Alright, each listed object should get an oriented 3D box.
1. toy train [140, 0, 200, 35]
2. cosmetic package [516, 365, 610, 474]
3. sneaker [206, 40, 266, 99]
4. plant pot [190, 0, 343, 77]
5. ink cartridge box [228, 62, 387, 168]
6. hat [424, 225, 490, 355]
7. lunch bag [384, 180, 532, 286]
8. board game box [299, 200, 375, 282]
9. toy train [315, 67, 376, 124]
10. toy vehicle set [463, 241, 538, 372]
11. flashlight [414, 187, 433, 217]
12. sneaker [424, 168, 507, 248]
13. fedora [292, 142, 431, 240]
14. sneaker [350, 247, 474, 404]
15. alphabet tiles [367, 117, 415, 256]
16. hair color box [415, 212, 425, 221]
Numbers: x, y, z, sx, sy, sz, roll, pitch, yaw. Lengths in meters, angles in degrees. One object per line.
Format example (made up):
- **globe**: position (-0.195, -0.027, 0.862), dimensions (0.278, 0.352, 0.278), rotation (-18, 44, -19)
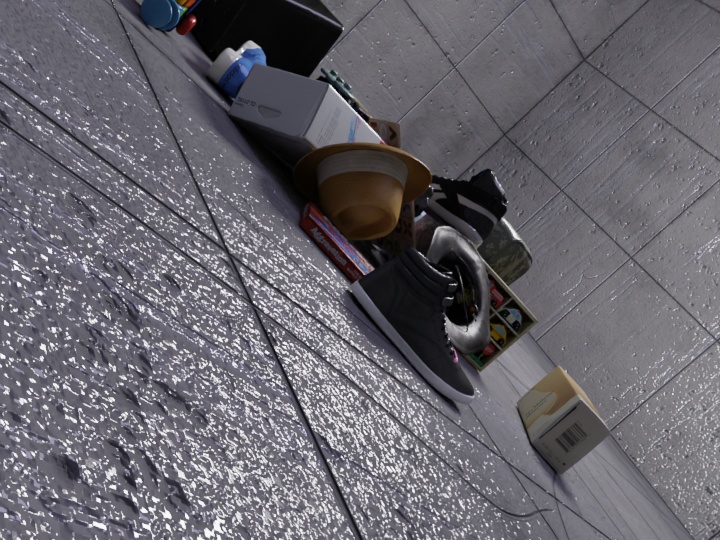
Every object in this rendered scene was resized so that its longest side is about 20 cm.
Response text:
- **toy train**: position (-0.216, -0.405, 1.160), dimensions (0.085, 0.200, 0.116), rotation (45, 13, -17)
- **cosmetic package**: position (0.316, 0.231, 1.362), dimensions (0.071, 0.105, 0.200), rotation (47, 7, -4)
- **sneaker**: position (-0.159, -0.286, 1.313), dimensions (0.111, 0.077, 0.200), rotation (41, 14, -7)
- **plant pot**: position (-0.184, -0.427, 1.495), dimensions (0.176, 0.200, 0.201), rotation (19, 28, -49)
- **ink cartridge box**: position (-0.064, -0.190, 1.195), dimensions (0.145, 0.084, 0.200), rotation (24, -7, 34)
- **hat**: position (0.112, 0.033, 1.216), dimensions (0.200, 0.080, 0.204), rotation (27, 57, -51)
- **lunch bag**: position (0.158, -0.033, 1.426), dimensions (0.169, 0.199, 0.139), rotation (57, 10, 30)
- **board game box**: position (0.000, 0.000, 1.062), dimensions (0.200, 0.019, 0.103), rotation (47, 7, -12)
- **toy train**: position (-0.034, -0.277, 1.484), dimensions (0.114, 0.085, 0.200), rotation (37, 11, -26)
- **toy vehicle set**: position (0.170, 0.055, 1.329), dimensions (0.200, 0.124, 0.027), rotation (44, 9, -27)
- **flashlight**: position (0.056, -0.103, 1.353), dimensions (0.067, 0.069, 0.200), rotation (25, -21, -7)
- **sneaker**: position (0.155, -0.125, 1.352), dimensions (0.200, 0.112, 0.073), rotation (44, -3, 39)
- **fedora**: position (0.000, -0.094, 1.129), dimensions (0.200, 0.198, 0.083), rotation (36, 53, -55)
- **sneaker**: position (0.088, 0.060, 0.972), dimensions (0.200, 0.099, 0.071), rotation (48, 6, -14)
- **alphabet tiles**: position (0.040, -0.124, 1.293), dimensions (0.167, 0.007, 0.203), rotation (-149, -128, -63)
- **hair color box**: position (0.084, -0.088, 1.540), dimensions (0.201, 0.061, 0.099), rotation (50, -34, -11)
